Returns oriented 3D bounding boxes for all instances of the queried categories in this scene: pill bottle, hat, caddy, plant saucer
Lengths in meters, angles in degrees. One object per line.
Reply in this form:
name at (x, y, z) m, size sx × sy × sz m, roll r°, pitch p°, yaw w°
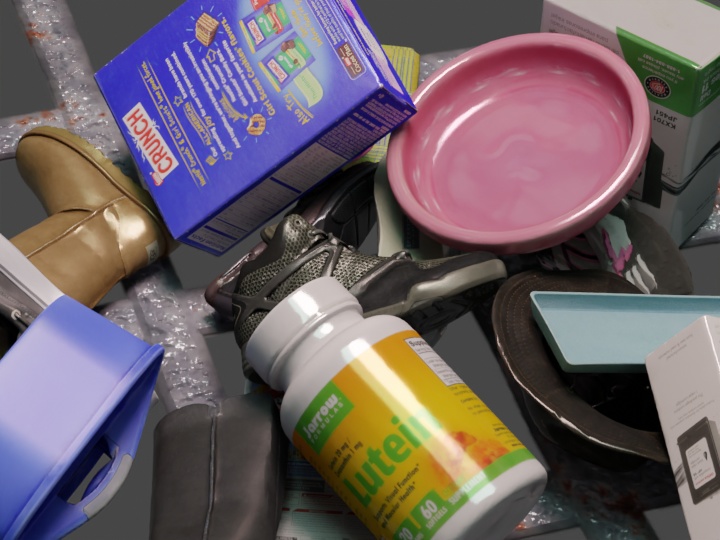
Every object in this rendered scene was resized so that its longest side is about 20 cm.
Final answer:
pill bottle at (0.018, 0.101, 1.282) m, size 0.111 × 0.111 × 0.200 m, roll -30°, pitch 67°, yaw -33°
hat at (0.171, 0.089, 1.379) m, size 0.201 × 0.081 × 0.201 m, roll 17°, pitch 37°, yaw -13°
caddy at (-0.202, 0.115, 1.265) m, size 0.105 × 0.141 × 0.200 m, roll 34°, pitch 55°, yaw 2°
plant saucer at (0.121, -0.088, 1.456) m, size 0.200 × 0.051 × 0.201 m, roll -11°, pitch 52°, yaw 14°
plant saucer at (0.212, 0.046, 1.372) m, size 0.200 × 0.019 × 0.070 m, roll 2°, pitch 42°, yaw -29°

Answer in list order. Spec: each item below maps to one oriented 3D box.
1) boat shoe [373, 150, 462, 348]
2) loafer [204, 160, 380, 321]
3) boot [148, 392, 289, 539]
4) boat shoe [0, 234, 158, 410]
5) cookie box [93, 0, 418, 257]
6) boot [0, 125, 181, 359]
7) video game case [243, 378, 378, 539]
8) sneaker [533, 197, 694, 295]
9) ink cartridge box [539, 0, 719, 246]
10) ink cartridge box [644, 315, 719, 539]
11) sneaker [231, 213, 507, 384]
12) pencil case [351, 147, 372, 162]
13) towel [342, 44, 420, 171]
boat shoe at (0.044, -0.023, 1.510) m, size 0.070 × 0.072 × 0.201 m, roll 1°, pitch 48°, yaw 7°
loafer at (-0.047, -0.028, 1.510) m, size 0.063 × 0.072 × 0.200 m, roll 20°, pitch 46°, yaw 22°
boot at (-0.132, 0.168, 1.269) m, size 0.165 × 0.066 × 0.200 m, roll -2°, pitch 44°, yaw 2°
boat shoe at (-0.232, 0.043, 1.369) m, size 0.200 × 0.070 × 0.066 m, roll 46°, pitch 74°, yaw -14°
cookie box at (-0.084, -0.137, 1.497) m, size 0.200 × 0.075 × 0.171 m, roll -35°, pitch 64°, yaw 15°
boot at (-0.259, -0.019, 1.481) m, size 0.175 × 0.066 × 0.200 m, roll 30°, pitch 48°, yaw 26°
video game case at (-0.016, 0.138, 1.361) m, size 0.143 × 0.018 × 0.200 m, roll 4°, pitch 42°, yaw 0°
sneaker at (0.183, -0.016, 1.518) m, size 0.080 × 0.086 × 0.200 m, roll -8°, pitch 61°, yaw -38°
ink cartridge box at (0.215, -0.127, 1.548) m, size 0.147 × 0.200 × 0.083 m, roll 29°, pitch 49°, yaw 26°
ink cartridge box at (0.270, 0.138, 1.283) m, size 0.116 × 0.067 × 0.200 m, roll 11°, pitch 54°, yaw -34°
sneaker at (0.000, 0.000, 1.396) m, size 0.199 × 0.076 × 0.114 m, roll -18°, pitch 72°, yaw 5°
pencil case at (-0.084, -0.144, 1.590) m, size 0.200 × 0.091 × 0.094 m, roll 19°, pitch 19°, yaw 31°
towel at (-0.025, -0.137, 1.669) m, size 0.144 × 0.023 × 0.200 m, roll 6°, pitch 42°, yaw 1°
